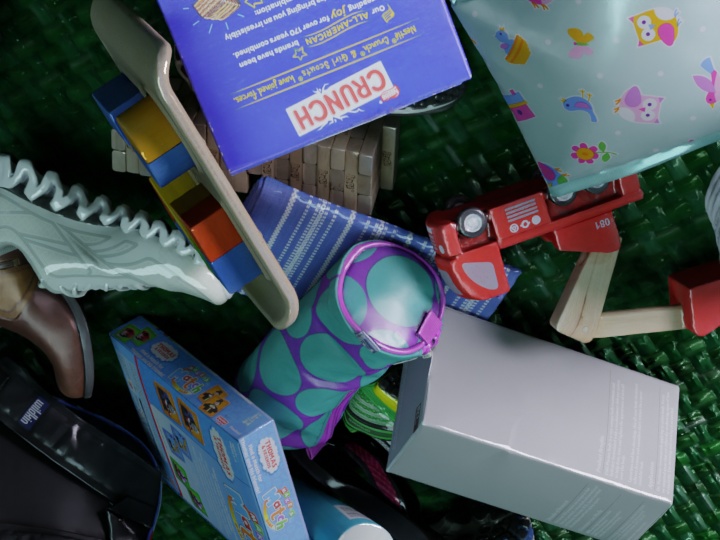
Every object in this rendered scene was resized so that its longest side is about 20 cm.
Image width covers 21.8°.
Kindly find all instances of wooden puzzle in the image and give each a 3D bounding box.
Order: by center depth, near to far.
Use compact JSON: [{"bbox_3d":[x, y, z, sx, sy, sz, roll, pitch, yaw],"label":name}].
[{"bbox_3d":[-0.119,-0.068,1.203,0.046,0.185,0.201,-29,117,-8],"label":"wooden puzzle"}]

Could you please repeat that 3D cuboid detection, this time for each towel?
[{"bbox_3d":[0.000,0.000,1.348,0.198,0.024,0.145,19,147,-9],"label":"towel"}]

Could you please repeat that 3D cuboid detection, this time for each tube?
[{"bbox_3d":[-0.028,0.195,1.453,0.050,0.200,0.078,-42,108,-8],"label":"tube"}]

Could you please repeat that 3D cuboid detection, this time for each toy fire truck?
[{"bbox_3d":[0.155,-0.005,1.284,0.198,0.049,0.142,-20,105,-5],"label":"toy fire truck"}]

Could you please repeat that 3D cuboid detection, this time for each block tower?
[{"bbox_3d":[-0.074,-0.089,1.317,0.198,0.058,0.054,9,128,7],"label":"block tower"}]

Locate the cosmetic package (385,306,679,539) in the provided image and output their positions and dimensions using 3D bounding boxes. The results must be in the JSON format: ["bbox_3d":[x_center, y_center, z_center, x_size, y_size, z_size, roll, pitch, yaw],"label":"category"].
[{"bbox_3d":[0.126,0.114,1.357,0.198,0.108,0.090,18,144,-7],"label":"cosmetic package"}]

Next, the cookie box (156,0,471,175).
[{"bbox_3d":[-0.044,-0.186,1.169,0.169,0.075,0.202,-20,105,5],"label":"cookie box"}]

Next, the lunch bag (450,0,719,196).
[{"bbox_3d":[0.179,-0.161,1.158,0.198,0.122,0.171,-17,119,31],"label":"lunch bag"}]

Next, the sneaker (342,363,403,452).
[{"bbox_3d":[0.077,0.130,1.436,0.199,0.078,0.085,33,134,1],"label":"sneaker"}]

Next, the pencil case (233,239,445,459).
[{"bbox_3d":[-0.018,0.060,1.342,0.093,0.085,0.200,47,143,1],"label":"pencil case"}]

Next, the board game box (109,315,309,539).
[{"bbox_3d":[-0.113,0.138,1.429,0.200,0.036,0.153,34,146,49],"label":"board game box"}]

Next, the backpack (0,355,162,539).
[{"bbox_3d":[-0.257,0.193,1.494,0.189,0.202,0.154,20,161,1],"label":"backpack"}]

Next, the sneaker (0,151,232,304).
[{"bbox_3d":[-0.184,-0.012,1.340,0.198,0.075,0.082,23,84,6],"label":"sneaker"}]

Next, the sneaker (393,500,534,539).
[{"bbox_3d":[0.051,0.247,1.520,0.198,0.077,0.086,-8,127,20],"label":"sneaker"}]

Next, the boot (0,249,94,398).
[{"bbox_3d":[-0.310,0.038,1.403,0.198,0.069,0.190,-20,117,-8],"label":"boot"}]

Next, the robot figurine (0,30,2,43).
[{"bbox_3d":[-0.343,-0.123,1.300,0.200,0.150,0.125,-44,109,7],"label":"robot figurine"}]

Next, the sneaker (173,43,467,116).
[{"bbox_3d":[-0.026,-0.138,1.272,0.197,0.075,0.080,6,166,0],"label":"sneaker"}]

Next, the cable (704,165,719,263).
[{"bbox_3d":[0.310,-0.061,1.167,0.198,0.070,0.200,-20,155,-5],"label":"cable"}]

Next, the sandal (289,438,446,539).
[{"bbox_3d":[0.020,0.171,1.458,0.199,0.075,0.045,36,97,17],"label":"sandal"}]
